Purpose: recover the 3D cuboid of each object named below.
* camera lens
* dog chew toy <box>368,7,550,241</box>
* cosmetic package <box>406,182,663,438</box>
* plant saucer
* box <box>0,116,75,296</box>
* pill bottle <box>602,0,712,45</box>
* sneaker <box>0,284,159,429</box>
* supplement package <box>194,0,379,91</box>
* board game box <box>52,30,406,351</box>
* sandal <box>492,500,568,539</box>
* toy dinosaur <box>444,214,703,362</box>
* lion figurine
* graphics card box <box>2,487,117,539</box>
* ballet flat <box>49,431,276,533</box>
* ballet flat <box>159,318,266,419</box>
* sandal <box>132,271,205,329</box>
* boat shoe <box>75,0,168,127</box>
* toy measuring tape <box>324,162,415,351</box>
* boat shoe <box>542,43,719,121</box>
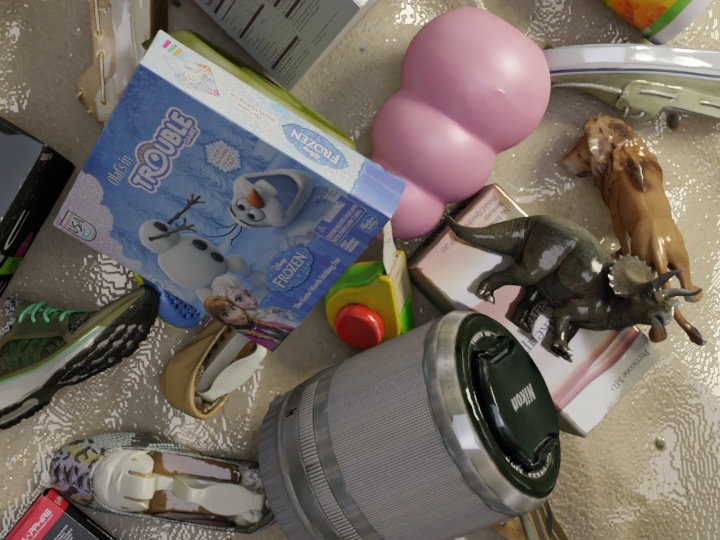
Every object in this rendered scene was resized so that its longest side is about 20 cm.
[{"bbox_3d":[0.042,0.133,1.043,0.200,0.160,0.160,-26,94,27],"label":"camera lens"},{"bbox_3d":[0.066,-0.112,1.104,0.124,0.125,0.200,33,95,-6],"label":"dog chew toy"},{"bbox_3d":[0.140,0.033,1.125,0.200,0.087,0.103,44,85,-5],"label":"cosmetic package"},{"bbox_3d":[-0.076,-0.130,1.040,0.200,0.200,0.031,34,98,-6],"label":"plant saucer"},{"bbox_3d":[-0.311,-0.053,1.014,0.124,0.200,0.149,30,87,-5],"label":"box"},{"bbox_3d":[0.210,-0.291,1.119,0.200,0.111,0.111,40,86,-5],"label":"pill bottle"},{"bbox_3d":[-0.252,0.051,1.071,0.200,0.077,0.089,-30,77,13],"label":"sneaker"},{"bbox_3d":[-0.058,-0.281,1.046,0.200,0.151,0.152,43,60,-5],"label":"supplement package"},{"bbox_3d":[-0.101,-0.048,0.977,0.199,0.200,0.043,31,48,-9],"label":"board game box"},{"bbox_3d":[0.131,0.203,1.139,0.054,0.080,0.200,-23,98,15],"label":"sandal"},{"bbox_3d":[0.158,0.005,1.053,0.200,0.077,0.102,37,89,27],"label":"toy dinosaur"},{"bbox_3d":[0.233,-0.038,1.103,0.072,0.200,0.123,-21,127,-1],"label":"lion figurine"},{"bbox_3d":[-0.218,0.288,1.103,0.200,0.051,0.126,39,86,-4],"label":"graphics card box"},{"bbox_3d":[-0.155,0.173,1.101,0.200,0.072,0.072,10,89,-6],"label":"ballet flat"},{"bbox_3d":[-0.081,0.043,1.108,0.200,0.063,0.069,-50,130,-1],"label":"ballet flat"},{"bbox_3d":[-0.126,-0.050,1.084,0.087,0.079,0.201,11,92,36],"label":"sandal"},{"bbox_3d":[-0.196,-0.153,1.098,0.069,0.074,0.201,3,91,7],"label":"boat shoe"},{"bbox_3d":[0.000,0.000,1.090,0.073,0.074,0.200,-17,128,-6],"label":"toy measuring tape"},{"bbox_3d":[0.243,-0.158,1.146,0.199,0.072,0.062,1,95,-8],"label":"boat shoe"}]
